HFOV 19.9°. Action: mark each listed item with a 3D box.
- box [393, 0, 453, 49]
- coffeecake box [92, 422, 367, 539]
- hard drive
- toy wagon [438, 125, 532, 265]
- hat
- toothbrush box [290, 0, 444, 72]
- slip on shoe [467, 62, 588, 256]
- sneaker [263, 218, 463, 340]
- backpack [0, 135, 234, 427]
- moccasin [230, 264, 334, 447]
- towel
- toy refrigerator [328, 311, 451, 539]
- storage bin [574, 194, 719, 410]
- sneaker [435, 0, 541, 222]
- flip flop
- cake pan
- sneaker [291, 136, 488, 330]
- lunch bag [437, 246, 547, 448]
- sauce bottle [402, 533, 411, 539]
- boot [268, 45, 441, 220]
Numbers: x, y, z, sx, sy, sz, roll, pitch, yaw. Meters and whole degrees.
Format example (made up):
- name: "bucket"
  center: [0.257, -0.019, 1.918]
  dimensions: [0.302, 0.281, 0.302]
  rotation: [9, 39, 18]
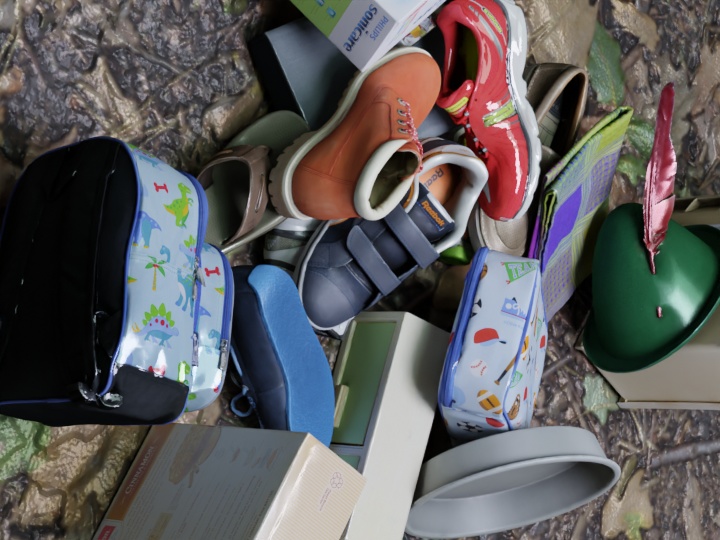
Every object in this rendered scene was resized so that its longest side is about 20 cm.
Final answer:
- name: "box"
  center: [0.054, -0.274, 1.791]
  dimensions: [0.110, 0.035, 0.200]
  rotation: [50, 52, -4]
- name: "coffeecake box"
  center: [-0.112, 0.201, 1.562]
  dimensions: [0.073, 0.199, 0.154]
  rotation: [41, 64, -33]
- name: "hard drive"
  center: [0.010, -0.166, 1.769]
  dimensions: [0.199, 0.033, 0.140]
  rotation: [-28, 95, -39]
- name: "toy wagon"
  center: [0.142, -0.067, 1.896]
  dimensions: [0.199, 0.039, 0.157]
  rotation: [21, 76, -39]
- name: "hat"
  center: [0.235, -0.036, 1.892]
  dimensions: [0.176, 0.165, 0.201]
  rotation: [45, 65, -29]
- name: "toothbrush box"
  center: [-0.011, -0.288, 1.679]
  dimensions: [0.200, 0.086, 0.146]
  rotation: [46, 57, 2]
- name: "slip on shoe"
  center: [0.155, -0.096, 1.841]
  dimensions: [0.076, 0.060, 0.201]
  rotation: [36, 66, -35]
- name: "sneaker"
  center: [0.000, 0.000, 1.760]
  dimensions: [0.199, 0.075, 0.116]
  rotation: [0, 98, -33]
- name: "backpack"
  center: [-0.187, 0.013, 1.515]
  dimensions: [0.146, 0.182, 0.202]
  rotation: [19, 71, -46]
- name: "moccasin"
  center: [-0.072, 0.074, 1.683]
  dimensions: [0.080, 0.068, 0.201]
  rotation: [-46, 135, -45]
- name: "towel"
  center: [0.198, -0.045, 1.886]
  dimensions: [0.144, 0.023, 0.201]
  rotation: [-43, 152, -37]
- name: "toy refrigerator"
  center: [0.008, 0.138, 1.752]
  dimensions: [0.070, 0.076, 0.202]
  rotation: [26, 73, -38]
- name: "storage bin"
  center: [0.337, 0.026, 1.962]
  dimensions: [0.094, 0.199, 0.199]
  rotation: [45, 62, -29]
- name: "sneaker"
  center: [0.098, -0.138, 1.762]
  dimensions: [0.085, 0.077, 0.202]
  rotation: [-14, 99, -42]
- name: "flip flop"
  center: [-0.108, -0.061, 1.644]
  dimensions: [0.200, 0.058, 0.081]
  rotation: [-38, 78, -28]
- name: "cake pan"
  center: [0.127, 0.185, 1.791]
  dimensions: [0.199, 0.200, 0.037]
  rotation: [8, 59, -41]
- name: "sneaker"
  center: [0.025, -0.031, 1.682]
  dimensions: [0.200, 0.079, 0.078]
  rotation: [-50, 118, -14]
- name: "lunch bag"
  center: [0.120, 0.074, 1.797]
  dimensions: [0.200, 0.075, 0.161]
  rotation: [75, 26, -67]
- name: "sauce bottle"
  center: [0.076, 0.290, 1.818]
  dimensions: [0.200, 0.066, 0.066]
  rotation: [43, 63, -30]
- name: "boot"
  center: [0.025, -0.108, 1.662]
  dimensions: [0.200, 0.107, 0.075]
  rotation: [-51, 130, -31]
